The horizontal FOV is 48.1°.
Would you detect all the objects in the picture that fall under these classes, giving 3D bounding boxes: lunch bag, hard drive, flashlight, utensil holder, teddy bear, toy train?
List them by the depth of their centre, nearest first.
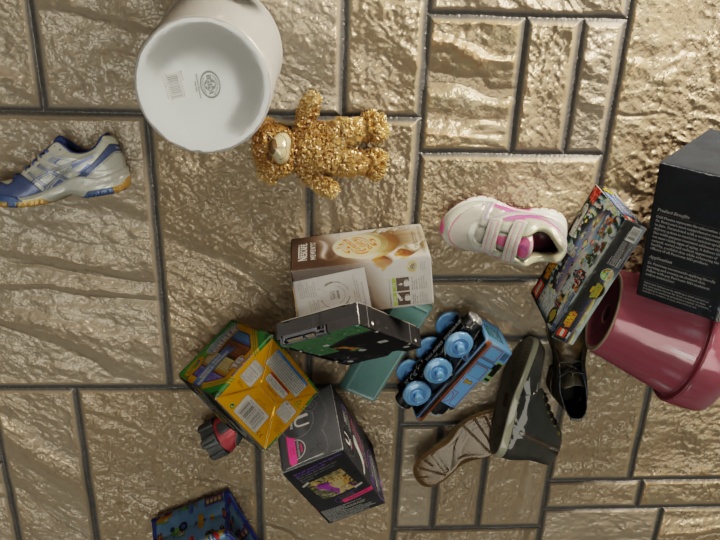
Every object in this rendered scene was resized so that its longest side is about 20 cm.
[{"bbox_3d":[-0.181,-0.250,0.995,0.168,0.200,0.172,-2,117,-4],"label":"utensil holder"},{"bbox_3d":[-0.053,-0.170,1.117,0.198,0.067,0.146,14,112,-11],"label":"teddy bear"},{"bbox_3d":[-0.014,0.095,1.184,0.139,0.038,0.200,-17,159,26],"label":"hard drive"},{"bbox_3d":[0.142,0.155,1.281,0.114,0.087,0.201,29,111,-23],"label":"toy train"},{"bbox_3d":[-0.166,0.236,1.315,0.199,0.068,0.068,-29,110,5],"label":"flashlight"},{"bbox_3d":[-0.259,0.504,1.436,0.149,0.094,0.201,-21,128,6],"label":"lunch bag"}]

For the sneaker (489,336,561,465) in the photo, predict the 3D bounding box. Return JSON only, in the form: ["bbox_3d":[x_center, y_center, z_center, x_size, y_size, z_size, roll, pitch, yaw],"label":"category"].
[{"bbox_3d":[0.284,0.212,1.309,0.105,0.075,0.202,14,96,-12],"label":"sneaker"}]

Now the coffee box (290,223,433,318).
[{"bbox_3d":[0.000,0.000,1.177,0.198,0.115,0.081,-7,116,-1],"label":"coffee box"}]

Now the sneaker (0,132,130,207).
[{"bbox_3d":[-0.421,-0.140,1.114,0.198,0.075,0.089,-11,105,-6],"label":"sneaker"}]

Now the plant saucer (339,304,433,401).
[{"bbox_3d":[0.040,0.127,1.296,0.069,0.019,0.201,24,113,-14],"label":"plant saucer"}]

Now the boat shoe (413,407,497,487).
[{"bbox_3d":[0.176,0.291,1.369,0.199,0.063,0.074,-31,88,9],"label":"boat shoe"}]

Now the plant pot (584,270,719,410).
[{"bbox_3d":[0.446,0.087,1.212,0.177,0.200,0.202,19,114,-1],"label":"plant pot"}]

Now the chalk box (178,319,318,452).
[{"bbox_3d":[-0.179,0.165,1.224,0.124,0.199,0.125,-46,117,-18],"label":"chalk box"}]

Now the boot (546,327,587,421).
[{"bbox_3d":[0.339,0.139,1.277,0.074,0.097,0.202,-6,117,-1],"label":"boot"}]

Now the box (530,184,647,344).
[{"bbox_3d":[0.327,-0.011,1.181,0.040,0.137,0.201,22,112,-11],"label":"box"}]

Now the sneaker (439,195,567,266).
[{"bbox_3d":[0.216,-0.054,1.179,0.198,0.088,0.082,2,116,-5],"label":"sneaker"}]

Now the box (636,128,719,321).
[{"bbox_3d":[0.489,-0.069,1.116,0.123,0.199,0.199,22,123,34],"label":"box"}]

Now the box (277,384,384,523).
[{"bbox_3d":[-0.049,0.296,1.283,0.105,0.123,0.201,-21,136,7],"label":"box"}]
